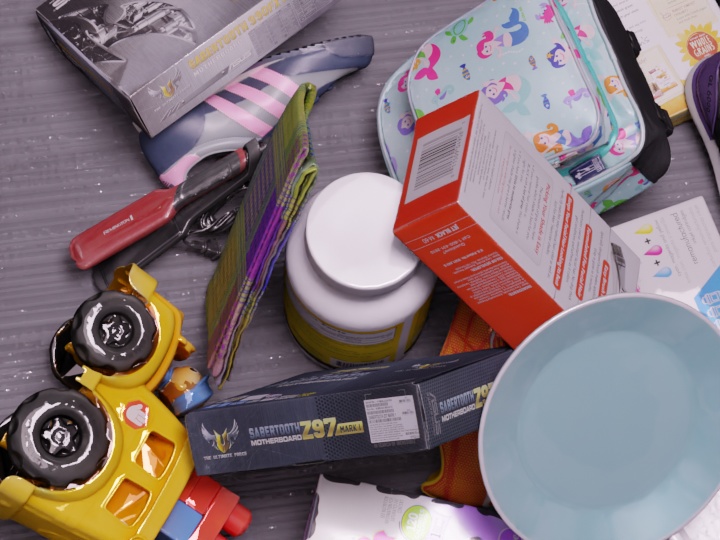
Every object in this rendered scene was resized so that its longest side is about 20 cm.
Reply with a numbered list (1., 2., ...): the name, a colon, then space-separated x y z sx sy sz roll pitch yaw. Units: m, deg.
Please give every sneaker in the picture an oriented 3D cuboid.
1. sneaker: 0.313 -0.074 1.717 0.076 0.088 0.201 -29 93 -10
2. sneaker: -0.074 -0.121 1.748 0.199 0.070 0.082 -22 92 -4
3. sneaker: 0.076 0.076 1.661 0.077 0.073 0.201 6 94 10

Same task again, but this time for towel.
1. towel: -0.072 -0.027 1.637 0.023 0.144 0.201 19 114 -12

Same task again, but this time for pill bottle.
1. pill bottle: 0.000 0.000 1.639 0.112 0.200 0.113 1 73 -3

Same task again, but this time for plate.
1. plate: 0.173 0.106 1.564 0.199 0.026 0.201 -6 111 -15

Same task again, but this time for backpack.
1. backpack: 0.112 -0.111 1.693 0.199 0.150 0.178 -28 68 22

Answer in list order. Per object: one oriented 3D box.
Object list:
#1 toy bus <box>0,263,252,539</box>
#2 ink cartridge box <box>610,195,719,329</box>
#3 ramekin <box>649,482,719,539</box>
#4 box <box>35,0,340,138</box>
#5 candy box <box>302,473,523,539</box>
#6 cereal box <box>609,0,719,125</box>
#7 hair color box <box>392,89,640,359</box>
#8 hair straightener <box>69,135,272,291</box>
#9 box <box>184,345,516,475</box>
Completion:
1. toy bus: -0.158 0.123 1.642 0.191 0.136 0.201 31 72 -7
2. ink cartridge box: 0.185 0.036 1.706 0.199 0.068 0.116 -20 74 -7
3. ramekin: 0.302 0.155 1.662 0.199 0.098 0.202 1 73 -3
4. box: -0.129 -0.208 1.735 0.200 0.048 0.158 -37 46 -11
5. candy box: 0.047 0.254 1.635 0.199 0.072 0.169 12 74 0
6. cereal box: 0.205 -0.205 1.791 0.143 0.040 0.201 -24 76 -9
7. hair color box: 0.113 -0.017 1.576 0.200 0.064 0.111 43 41 -30
8. hair straightener: -0.122 -0.046 1.719 0.200 0.077 0.041 -35 49 1
9. box: 0.001 0.098 1.589 0.199 0.157 0.051 -9 93 33
